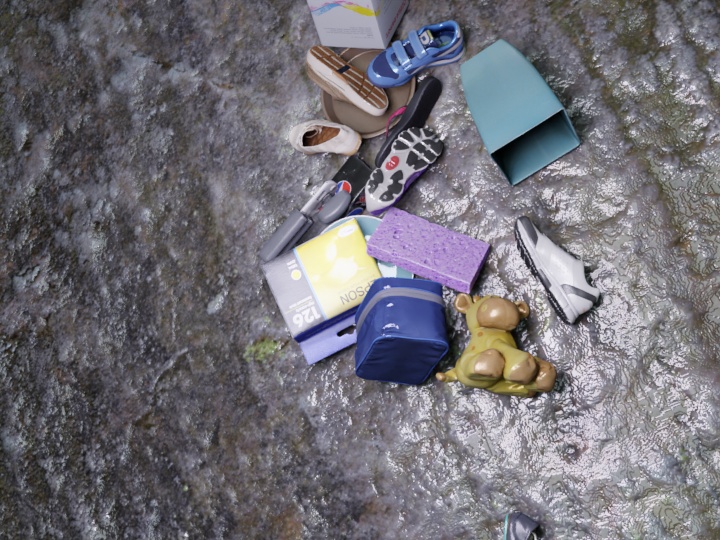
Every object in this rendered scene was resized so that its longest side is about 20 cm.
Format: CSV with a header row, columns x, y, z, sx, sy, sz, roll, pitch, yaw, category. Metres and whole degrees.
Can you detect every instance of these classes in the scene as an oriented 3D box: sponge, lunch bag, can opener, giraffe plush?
x,y,z,sx,sy,sz,roll,pitch,yaw,category
0.119,-0.038,1.484,0.198,0.030,0.112,22,48,16,sponge
0.065,0.100,1.438,0.134,0.201,0.134,9,58,-14,lunch bag
-0.104,-0.084,1.551,0.200,0.053,0.067,-44,68,10,can opener
0.227,0.115,1.411,0.199,0.171,0.164,-17,59,54,giraffe plush

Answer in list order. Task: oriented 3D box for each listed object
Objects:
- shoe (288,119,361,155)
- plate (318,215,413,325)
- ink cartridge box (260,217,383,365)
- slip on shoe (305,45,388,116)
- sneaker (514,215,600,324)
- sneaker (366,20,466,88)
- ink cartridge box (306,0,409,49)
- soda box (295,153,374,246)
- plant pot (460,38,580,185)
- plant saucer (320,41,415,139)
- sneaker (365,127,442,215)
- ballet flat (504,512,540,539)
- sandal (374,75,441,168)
x,y,z,sx,sy,sz,roll,pitch,yaw,category
-0.079,-0.259,1.610,0.199,0.053,0.071,13,86,47,shoe
0.000,0.000,1.554,0.197,0.026,0.203,0,87,4,plate
-0.053,0.038,1.523,0.196,0.047,0.202,-27,83,2,ink cartridge box
-0.030,-0.349,1.606,0.199,0.076,0.061,39,136,15,slip on shoe
0.329,-0.011,1.427,0.079,0.074,0.202,-29,75,0,sneaker
0.101,-0.404,1.553,0.198,0.082,0.075,-25,76,-3,sneaker
-0.012,-0.536,1.565,0.143,0.201,0.146,9,55,24,ink cartridge box
-0.044,-0.117,1.595,0.071,0.063,0.201,43,99,23,soda box
0.262,-0.287,1.462,0.140,0.141,0.202,-30,63,15,plant pot
0.016,-0.349,1.632,0.197,0.029,0.203,-5,78,22,plant saucer
0.070,-0.181,1.538,0.080,0.084,0.200,41,69,7,sneaker
0.255,0.495,1.358,0.072,0.073,0.203,6,81,23,ballet flat
0.082,-0.274,1.571,0.045,0.075,0.201,28,84,30,sandal
